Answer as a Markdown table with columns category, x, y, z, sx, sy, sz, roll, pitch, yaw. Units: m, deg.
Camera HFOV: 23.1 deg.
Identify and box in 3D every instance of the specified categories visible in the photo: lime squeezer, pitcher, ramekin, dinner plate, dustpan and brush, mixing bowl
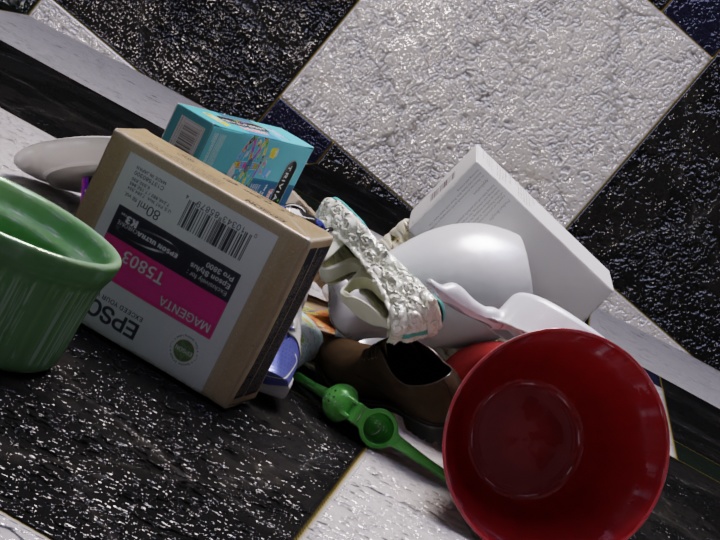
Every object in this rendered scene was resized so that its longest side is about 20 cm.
| category | x | y | z | sx | sy | sz | roll | pitch | yaw |
| --- | --- | --- | --- | --- | --- | --- | --- | --- | --- |
| lime squeezer | 0.004 | 0.141 | 1.604 | 0.200 | 0.038 | 0.071 | 31 | -23 | 25 |
| pitcher | 0.066 | 0.030 | 1.754 | 0.199 | 0.122 | 0.172 | -9 | -23 | -1 |
| ramekin | -0.286 | -0.007 | 1.294 | 0.199 | 0.098 | 0.200 | 27 | 8 | -4 |
| dinner plate | -0.280 | -0.110 | 1.933 | 0.199 | 0.024 | 0.200 | 0 | -11 | 0 |
| dustpan and brush | 0.144 | 0.050 | 1.590 | 0.200 | 0.057 | 0.139 | 40 | -12 | -20 |
| mixing bowl | 0.156 | 0.151 | 1.526 | 0.199 | 0.201 | 0.108 | 27 | -7 | -8 |

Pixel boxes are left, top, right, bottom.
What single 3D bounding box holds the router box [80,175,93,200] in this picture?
| category | x | y | z | sx | sy | sz | roll | pitch | yaw |
| --- | --- | --- | --- | --- | --- | --- | --- | --- | --- |
| router box | -0.189 | -0.067 | 1.943 | 0.149 | 0.051 | 0.200 | -4 | -12 | 34 |

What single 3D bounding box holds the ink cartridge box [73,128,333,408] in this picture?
| category | x | y | z | sx | sy | sz | roll | pitch | yaw |
| --- | --- | --- | --- | --- | --- | --- | --- | --- | --- |
| ink cartridge box | -0.149 | -0.003 | 1.487 | 0.199 | 0.165 | 0.075 | 29 | 10 | 12 |

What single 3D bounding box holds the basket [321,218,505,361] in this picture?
| category | x | y | z | sx | sy | sz | roll | pitch | yaw |
| --- | --- | --- | --- | --- | --- | --- | --- | --- | --- |
| basket | 0.080 | 0.052 | 1.879 | 0.200 | 0.123 | 0.135 | 49 | 15 | 18 |

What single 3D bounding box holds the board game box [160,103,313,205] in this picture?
| category | x | y | z | sx | sy | sz | roll | pitch | yaw |
| --- | --- | --- | --- | --- | --- | --- | --- | --- | --- |
| board game box | -0.139 | -0.071 | 1.676 | 0.047 | 0.151 | 0.200 | 31 | 10 | 23 |

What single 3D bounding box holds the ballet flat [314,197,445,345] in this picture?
| category | x | y | z | sx | sy | sz | roll | pitch | yaw |
| --- | --- | --- | --- | --- | --- | --- | --- | --- | --- |
| ballet flat | 0.000 | 0.000 | 1.625 | 0.072 | 0.072 | 0.200 | 19 | 19 | -46 |

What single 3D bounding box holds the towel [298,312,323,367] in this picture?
| category | x | y | z | sx | sy | sz | roll | pitch | yaw |
| --- | --- | --- | --- | --- | --- | --- | --- | --- | --- |
| towel | -0.138 | 0.038 | 1.703 | 0.199 | 0.048 | 0.171 | 29 | 11 | 7 |

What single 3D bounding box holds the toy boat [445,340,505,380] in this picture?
| category | x | y | z | sx | sy | sz | roll | pitch | yaw |
| --- | --- | --- | --- | --- | --- | --- | --- | --- | --- |
| toy boat | 0.137 | 0.149 | 1.659 | 0.130 | 0.131 | 0.200 | 3 | 23 | -46 |

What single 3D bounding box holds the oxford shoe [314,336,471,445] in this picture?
| category | x | y | z | sx | sy | sz | roll | pitch | yaw |
| --- | --- | --- | --- | --- | --- | --- | --- | --- | --- |
| oxford shoe | 0.029 | 0.088 | 1.636 | 0.073 | 0.085 | 0.200 | -34 | 34 | -33 |

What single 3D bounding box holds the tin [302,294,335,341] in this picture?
| category | x | y | z | sx | sy | sz | roll | pitch | yaw |
| --- | --- | --- | --- | --- | --- | --- | --- | --- | --- |
| tin | -0.053 | 0.059 | 1.881 | 0.112 | 0.042 | 0.200 | 37 | 11 | 28 |

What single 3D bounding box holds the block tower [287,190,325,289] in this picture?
| category | x | y | z | sx | sy | sz | roll | pitch | yaw |
| --- | --- | --- | --- | --- | --- | --- | --- | --- | --- |
| block tower | -0.057 | -0.032 | 1.911 | 0.058 | 0.054 | 0.200 | 47 | 0 | 34 |

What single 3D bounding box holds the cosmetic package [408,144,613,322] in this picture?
| category | x | y | z | sx | sy | sz | roll | pitch | yaw |
| --- | --- | --- | --- | --- | --- | --- | --- | --- | --- |
| cosmetic package | 0.156 | -0.019 | 1.825 | 0.200 | 0.108 | 0.085 | 44 | 14 | -9 |

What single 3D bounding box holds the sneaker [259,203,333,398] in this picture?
| category | x | y | z | sx | sy | sz | roll | pitch | yaw |
| --- | --- | --- | --- | --- | --- | --- | --- | --- | --- |
| sneaker | -0.078 | 0.007 | 1.583 | 0.080 | 0.115 | 0.200 | 16 | 42 | -7 |
